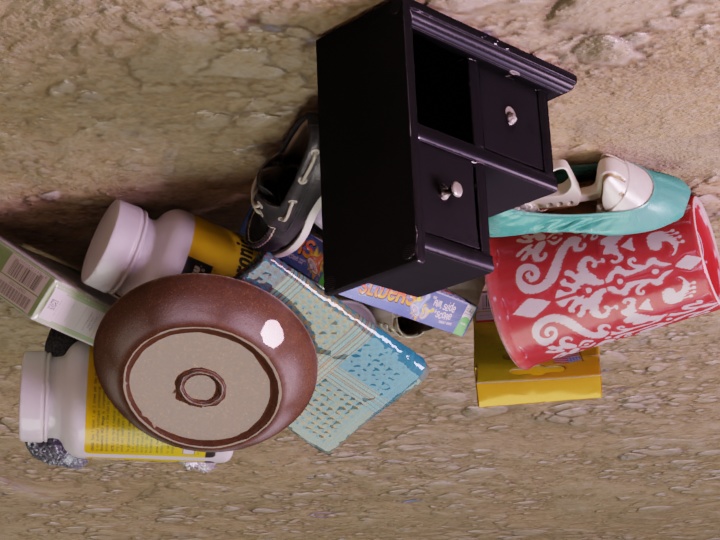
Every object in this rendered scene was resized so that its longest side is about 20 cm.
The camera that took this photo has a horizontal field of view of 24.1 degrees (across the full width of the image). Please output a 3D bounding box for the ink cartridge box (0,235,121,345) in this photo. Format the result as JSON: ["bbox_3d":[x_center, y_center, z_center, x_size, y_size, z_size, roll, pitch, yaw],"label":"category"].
[{"bbox_3d":[-0.279,0.023,1.567,0.145,0.048,0.200,30,177,32],"label":"ink cartridge box"}]

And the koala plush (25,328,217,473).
[{"bbox_3d":[-0.223,0.119,1.716,0.199,0.178,0.184,19,152,-1],"label":"koala plush"}]

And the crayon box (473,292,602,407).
[{"bbox_3d":[0.177,0.082,1.706,0.126,0.051,0.200,-4,-156,6],"label":"crayon box"}]

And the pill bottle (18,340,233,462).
[{"bbox_3d":[-0.218,0.122,1.584,0.199,0.113,0.112,3,160,-8],"label":"pill bottle"}]

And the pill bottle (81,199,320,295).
[{"bbox_3d":[-0.146,0.012,1.528,0.199,0.112,0.111,23,152,-19],"label":"pill bottle"}]

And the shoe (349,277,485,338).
[{"bbox_3d":[0.053,0.039,1.748,0.070,0.054,0.200,14,155,-38],"label":"shoe"}]

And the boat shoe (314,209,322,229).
[{"bbox_3d":[0.027,-0.042,1.520,0.200,0.062,0.072,21,-165,-49],"label":"boat shoe"}]

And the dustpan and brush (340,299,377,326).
[{"bbox_3d":[-0.039,0.056,1.696,0.139,0.057,0.200,-19,161,-15],"label":"dustpan and brush"}]

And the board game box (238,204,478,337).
[{"bbox_3d":[0.000,0.000,1.548,0.135,0.035,0.200,32,-173,40],"label":"board game box"}]

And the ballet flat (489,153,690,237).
[{"bbox_3d":[0.191,-0.067,1.458,0.199,0.068,0.071,-5,146,0],"label":"ballet flat"}]

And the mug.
[{"bbox_3d":[0.234,-0.007,1.594,0.199,0.178,0.134,-15,119,21],"label":"mug"}]

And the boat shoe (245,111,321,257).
[{"bbox_3d":[-0.058,-0.071,1.399,0.060,0.074,0.200,8,155,-27],"label":"boat shoe"}]

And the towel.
[{"bbox_3d":[-0.055,0.074,1.496,0.200,0.022,0.147,36,121,-25],"label":"towel"}]

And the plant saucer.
[{"bbox_3d":[-0.137,0.092,1.472,0.199,0.037,0.201,1,127,1],"label":"plant saucer"}]

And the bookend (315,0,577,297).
[{"bbox_3d":[0.070,-0.068,1.235,0.198,0.201,0.092,17,153,-42],"label":"bookend"}]
